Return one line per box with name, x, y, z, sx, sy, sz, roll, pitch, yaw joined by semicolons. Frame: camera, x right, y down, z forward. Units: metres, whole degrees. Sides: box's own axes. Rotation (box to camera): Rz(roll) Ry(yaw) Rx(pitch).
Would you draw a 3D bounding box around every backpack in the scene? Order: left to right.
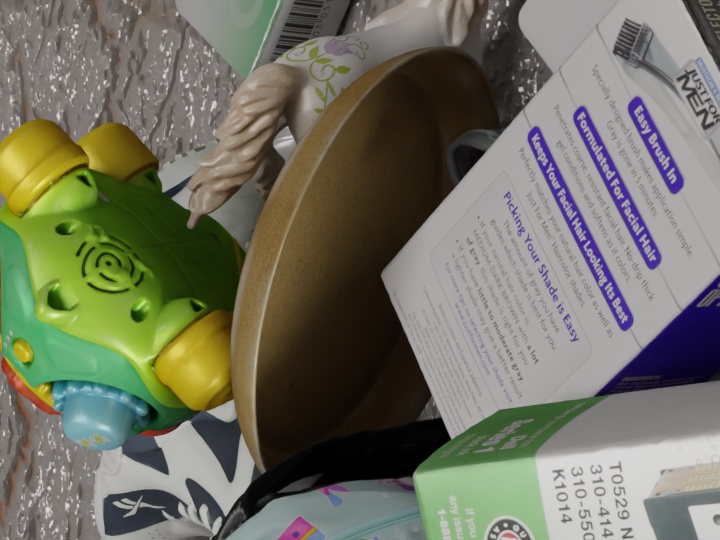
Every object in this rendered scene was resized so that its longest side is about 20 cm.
backpack;0.024;0.146;0.976;0.127;0.200;0.167;41;119;42

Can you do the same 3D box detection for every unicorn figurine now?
unicorn figurine;0.012;-0.086;1.063;0.074;0.200;0.138;29;130;19

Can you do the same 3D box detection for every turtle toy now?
turtle toy;-0.102;0.016;1.063;0.101;0.200;0.146;-44;80;14

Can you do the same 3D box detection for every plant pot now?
plant pot;0.000;0.000;1.011;0.027;0.200;0.200;20;106;26

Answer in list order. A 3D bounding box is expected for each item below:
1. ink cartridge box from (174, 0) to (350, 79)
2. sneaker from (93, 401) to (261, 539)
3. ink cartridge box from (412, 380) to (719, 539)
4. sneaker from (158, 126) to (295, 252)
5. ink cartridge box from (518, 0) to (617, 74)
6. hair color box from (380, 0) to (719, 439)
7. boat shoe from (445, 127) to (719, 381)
ink cartridge box;-0.060;-0.209;1.203;0.200;0.050;0.161;45;122;38
sneaker;-0.055;0.119;1.164;0.199;0.079;0.130;-39;52;31
ink cartridge box;0.135;0.111;0.796;0.200;0.084;0.146;-10;96;28
sneaker;-0.060;-0.022;1.192;0.200;0.076;0.081;-30;78;51
ink cartridge box;0.155;-0.070;0.923;0.200;0.067;0.116;58;131;33
hair color box;0.097;-0.012;0.894;0.200;0.065;0.109;-50;54;43
boat shoe;0.106;0.015;0.982;0.074;0.065;0.202;-56;52;34
